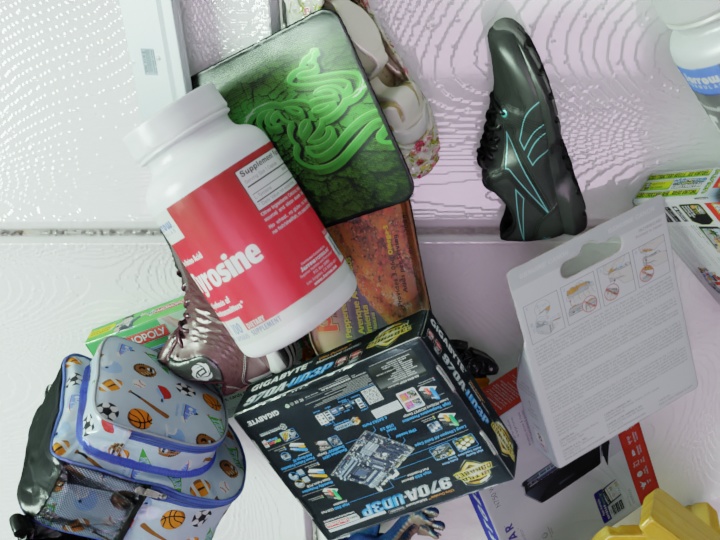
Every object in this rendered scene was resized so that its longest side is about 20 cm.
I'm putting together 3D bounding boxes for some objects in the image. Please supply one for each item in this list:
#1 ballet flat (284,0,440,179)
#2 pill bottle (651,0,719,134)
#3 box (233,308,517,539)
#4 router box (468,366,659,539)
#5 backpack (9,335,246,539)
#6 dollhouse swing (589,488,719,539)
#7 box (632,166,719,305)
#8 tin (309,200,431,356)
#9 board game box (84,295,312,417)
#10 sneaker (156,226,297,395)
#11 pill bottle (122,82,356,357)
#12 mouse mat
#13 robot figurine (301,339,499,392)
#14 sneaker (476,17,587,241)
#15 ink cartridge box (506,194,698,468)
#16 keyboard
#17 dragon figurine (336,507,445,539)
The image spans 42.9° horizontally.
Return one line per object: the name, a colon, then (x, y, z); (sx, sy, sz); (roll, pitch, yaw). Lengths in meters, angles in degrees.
ballet flat: (0.010, -0.154, 0.737); (0.076, 0.064, 0.200); (-45, 113, -16)
pill bottle: (0.310, -0.162, 0.701); (0.113, 0.114, 0.200); (-34, 112, 19)
box: (0.012, 0.140, 0.795); (0.199, 0.046, 0.160); (-26, 110, 25)
router box: (0.188, 0.183, 0.893); (0.179, 0.049, 0.201); (-31, 117, -11)
backpack: (-0.198, 0.165, 0.841); (0.190, 0.201, 0.154); (31, 113, -25)
dollhouse swing: (0.255, 0.288, 0.922); (0.181, 0.176, 0.200); (37, 114, -14)
box: (0.336, -0.006, 0.791); (0.200, 0.110, 0.035); (44, 74, -20)
tin: (0.000, 0.000, 0.809); (0.111, 0.042, 0.202); (-10, 95, 6)
board game box: (-0.151, 0.087, 0.906); (0.198, 0.029, 0.135); (-19, 116, 12)
sneaker: (-0.155, 0.030, 0.823); (0.115, 0.076, 0.201); (-33, 96, 17)
pill bottle: (-0.098, -0.041, 0.733); (0.112, 0.112, 0.201); (-30, 99, 18)
mouse mat: (-0.065, -0.105, 0.755); (0.199, 0.008, 0.162); (-17, 106, 33)
robot figurine: (0.038, 0.125, 0.889); (0.198, 0.058, 0.146); (3, 113, -12)
sneaker: (0.131, -0.107, 0.761); (0.079, 0.076, 0.201); (-15, 117, 13)
ink cartridge box: (0.207, 0.051, 0.804); (0.161, 0.057, 0.202); (-26, 110, -13)
keyboard: (-0.168, -0.174, 0.763); (0.056, 0.011, 0.202); (9, 120, 25)
dragon figurine: (-0.002, 0.297, 0.999); (0.198, 0.100, 0.059); (-11, 122, 31)
